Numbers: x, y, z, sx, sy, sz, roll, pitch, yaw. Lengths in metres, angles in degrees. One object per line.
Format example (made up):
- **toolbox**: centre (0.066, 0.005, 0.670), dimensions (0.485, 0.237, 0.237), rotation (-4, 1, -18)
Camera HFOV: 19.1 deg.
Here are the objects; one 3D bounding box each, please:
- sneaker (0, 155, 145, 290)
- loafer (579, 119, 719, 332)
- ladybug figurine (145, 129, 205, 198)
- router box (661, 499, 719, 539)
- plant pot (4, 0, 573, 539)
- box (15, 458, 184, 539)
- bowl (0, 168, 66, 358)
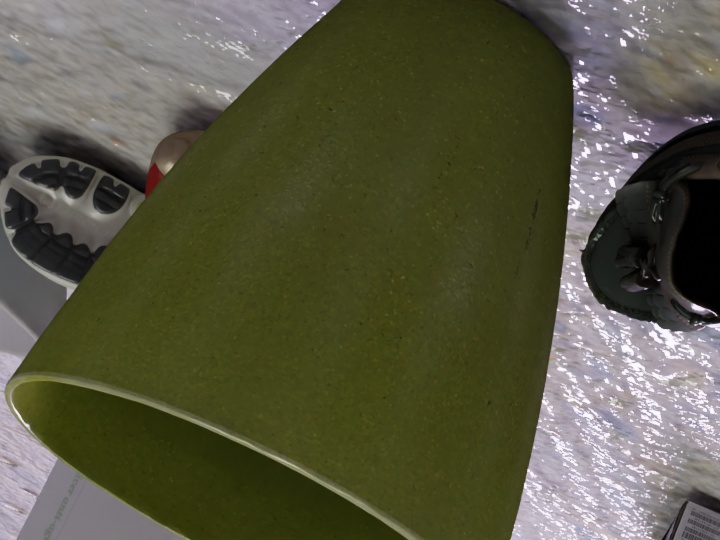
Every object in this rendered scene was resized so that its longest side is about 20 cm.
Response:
- **sneaker**: centre (-0.099, -0.001, 1.129), dimensions (0.200, 0.078, 0.080), rotation (34, 179, -10)
- **loafer**: centre (0.133, -0.016, 0.754), dimensions (0.200, 0.063, 0.072), rotation (-20, 95, 58)
- **ladybug figurine**: centre (-0.031, 0.006, 1.028), dimensions (0.200, 0.072, 0.135), rotation (39, 157, -32)
- **router box**: centre (0.257, 0.206, 1.210), dimensions (0.199, 0.051, 0.149), rotation (23, 162, 8)
- **plant pot**: centre (0.000, 0.000, 0.781), dimensions (0.186, 0.201, 0.187), rotation (23, 160, 9)
- **box**: centre (-0.061, 0.156, 1.257), dimensions (0.199, 0.200, 0.171), rotation (13, 157, 32)
- **bowl**: centre (-0.267, -0.039, 1.206), dimensions (0.199, 0.075, 0.200), rotation (13, 158, 31)
